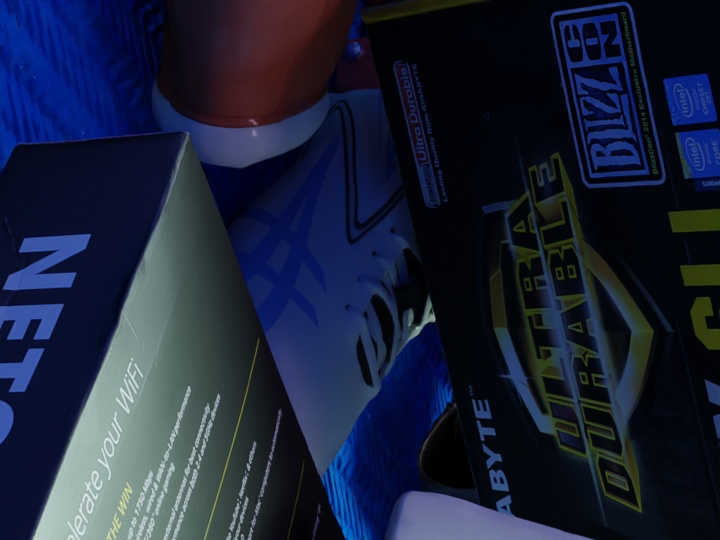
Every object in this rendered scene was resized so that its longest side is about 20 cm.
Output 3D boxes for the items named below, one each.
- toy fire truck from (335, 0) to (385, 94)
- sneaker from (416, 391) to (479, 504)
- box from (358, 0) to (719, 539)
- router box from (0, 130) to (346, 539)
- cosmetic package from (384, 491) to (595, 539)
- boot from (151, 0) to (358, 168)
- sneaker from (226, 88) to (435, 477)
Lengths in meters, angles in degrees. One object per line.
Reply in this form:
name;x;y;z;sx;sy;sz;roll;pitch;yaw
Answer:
toy fire truck;0.015;-0.142;0.819;0.141;0.048;0.201;60;31;-54
sneaker;0.108;0.063;0.833;0.199;0.075;0.107;-33;143;-20
box;0.083;0.011;0.616;0.049;0.159;0.202;-20;101;-35
router box;-0.060;0.089;0.481;0.201;0.051;0.150;-74;154;-47
cosmetic package;0.054;0.193;0.514;0.165;0.163;0.201;-71;177;-64
boot;-0.027;-0.106;0.658;0.200;0.074;0.108;-74;173;-64
sneaker;0.000;0.000;0.685;0.200;0.072;0.072;-68;150;-54
